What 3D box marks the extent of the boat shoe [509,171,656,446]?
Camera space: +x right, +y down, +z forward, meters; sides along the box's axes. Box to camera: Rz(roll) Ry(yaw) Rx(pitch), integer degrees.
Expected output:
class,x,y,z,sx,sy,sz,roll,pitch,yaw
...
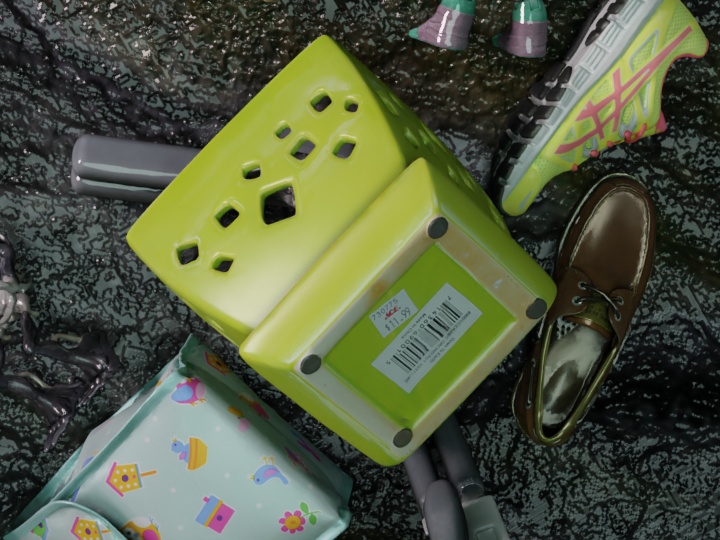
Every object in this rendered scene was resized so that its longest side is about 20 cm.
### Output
class,x,y,z,sx,sy,sz,roll,pitch,yaw
boat shoe,0.165,0.030,1.765,0.072,0.068,0.201,16,96,-5

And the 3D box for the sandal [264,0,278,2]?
class,x,y,z,sx,sy,sz,roll,pitch,yaw
sandal,-0.106,-0.284,1.705,0.069,0.078,0.213,-7,104,22

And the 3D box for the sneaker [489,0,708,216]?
class,x,y,z,sx,sy,sz,roll,pitch,yaw
sneaker,0.169,-0.110,1.742,0.090,0.078,0.200,37,96,-15

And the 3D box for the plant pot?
class,x,y,z,sx,sy,sz,roll,pitch,yaw
plant pot,0.000,0.000,1.653,0.200,0.182,0.199,-46,133,3

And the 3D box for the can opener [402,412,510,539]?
class,x,y,z,sx,sy,sz,roll,pitch,yaw
can opener,0.060,0.144,1.710,0.052,0.200,0.067,-18,121,-1

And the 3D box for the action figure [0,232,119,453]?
class,x,y,z,sx,sy,sz,roll,pitch,yaw
action figure,-0.264,0.032,1.714,0.200,0.102,0.119,39,121,-12

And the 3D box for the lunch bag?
class,x,y,z,sx,sy,sz,roll,pitch,yaw
lunch bag,-0.129,0.176,1.740,0.170,0.122,0.200,43,100,-9

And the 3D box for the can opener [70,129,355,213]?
class,x,y,z,sx,sy,sz,roll,pitch,yaw
can opener,-0.101,-0.077,1.747,0.199,0.053,0.067,8,66,-5

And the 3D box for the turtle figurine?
class,x,y,z,sx,sy,sz,roll,pitch,yaw
turtle figurine,0.099,-0.250,1.708,0.149,0.101,0.201,9,103,-6
